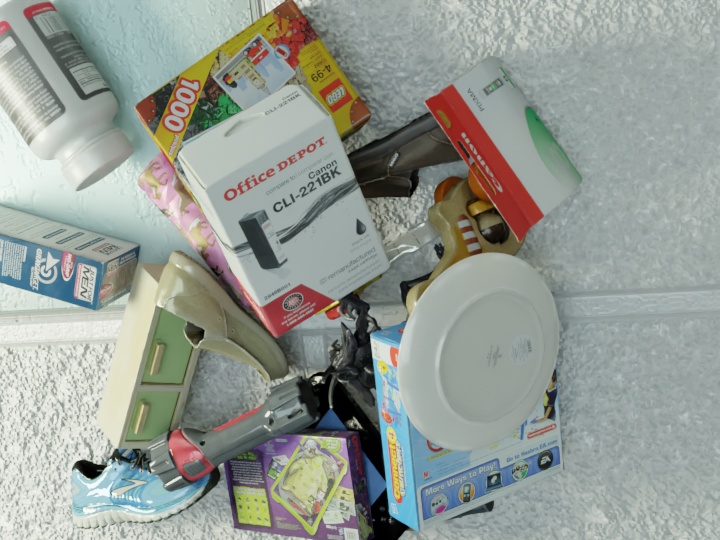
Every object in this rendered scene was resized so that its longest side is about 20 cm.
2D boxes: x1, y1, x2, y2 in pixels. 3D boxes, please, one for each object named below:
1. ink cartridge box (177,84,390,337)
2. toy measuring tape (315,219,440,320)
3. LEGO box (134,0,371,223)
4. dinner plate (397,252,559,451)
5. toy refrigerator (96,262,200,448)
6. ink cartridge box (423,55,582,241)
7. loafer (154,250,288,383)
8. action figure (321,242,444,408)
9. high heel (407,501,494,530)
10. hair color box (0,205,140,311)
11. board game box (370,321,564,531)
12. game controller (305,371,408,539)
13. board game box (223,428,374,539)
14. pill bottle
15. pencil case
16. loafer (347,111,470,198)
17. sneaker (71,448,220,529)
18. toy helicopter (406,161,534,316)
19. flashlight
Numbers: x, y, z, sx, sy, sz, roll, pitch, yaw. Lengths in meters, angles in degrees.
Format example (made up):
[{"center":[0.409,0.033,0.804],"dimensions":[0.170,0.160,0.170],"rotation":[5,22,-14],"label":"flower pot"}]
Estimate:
[{"center":[-0.073,-0.059,1.325],"dimensions":[0.143,0.084,0.201],"rotation":[-31,128,-10],"label":"ink cartridge box"},{"center":[0.000,0.000,1.442],"dimensions":[0.198,0.074,0.074],"rotation":[-28,94,20],"label":"toy measuring tape"},{"center":[-0.113,-0.160,1.393],"dimensions":[0.199,0.077,0.150],"rotation":[-36,91,-7],"label":"LEGO box"},{"center":[0.124,0.084,1.319],"dimensions":[0.024,0.198,0.203],"rotation":[22,113,54],"label":"dinner plate"},{"center":[-0.230,0.099,1.514],"dimensions":[0.070,0.075,0.202],"rotation":[37,115,47],"label":"toy refrigerator"},{"center":[0.143,-0.125,1.304],"dimensions":[0.050,0.200,0.162],"rotation":[-35,92,19],"label":"ink cartridge box"},{"center":[-0.155,0.061,1.463],"dimensions":[0.068,0.076,0.200],"rotation":[-46,120,-8],"label":"loafer"},{"center":[0.026,0.062,1.398],"dimensions":[0.199,0.102,0.120],"rotation":[-33,123,-20],"label":"action figure"},{"center":[0.052,0.188,1.476],"dimensions":[0.141,0.071,0.203],"rotation":[-17,94,28],"label":"high heel"},{"center":[-0.363,-0.017,1.525],"dimensions":[0.197,0.100,0.061],"rotation":[15,107,12],"label":"hair color box"},{"center":[0.113,0.138,1.376],"dimensions":[0.056,0.198,0.199],"rotation":[15,116,55],"label":"board game box"},{"center":[-0.012,0.211,1.476],"dimensions":[0.105,0.042,0.201],"rotation":[-50,64,24],"label":"game controller"},{"center":[-0.074,0.237,1.497],"dimensions":[0.198,0.032,0.122],"rotation":[-2,104,41],"label":"board game box"},{"center":[-0.337,-0.193,1.473],"dimensions":[0.110,0.111,0.201],"rotation":[-34,91,20],"label":"pill bottle"},{"center":[-0.156,-0.055,1.465],"dimensions":[0.083,0.087,0.200],"rotation":[-43,88,-1],"label":"pencil case"},{"center":[0.029,-0.104,1.408],"dimensions":[0.198,0.073,0.072],"rotation":[-26,95,20],"label":"loafer"},{"center":[-0.260,0.245,1.568],"dimensions":[0.197,0.078,0.091],"rotation":[-12,96,18],"label":"sneaker"},{"center":[0.111,-0.010,1.355],"dimensions":[0.132,0.201,0.079],"rotation":[46,144,-12],"label":"toy helicopter"},{"center":[-0.139,0.177,1.481],"dimensions":[0.198,0.068,0.068],"rotation":[-28,77,15],"label":"flashlight"}]
